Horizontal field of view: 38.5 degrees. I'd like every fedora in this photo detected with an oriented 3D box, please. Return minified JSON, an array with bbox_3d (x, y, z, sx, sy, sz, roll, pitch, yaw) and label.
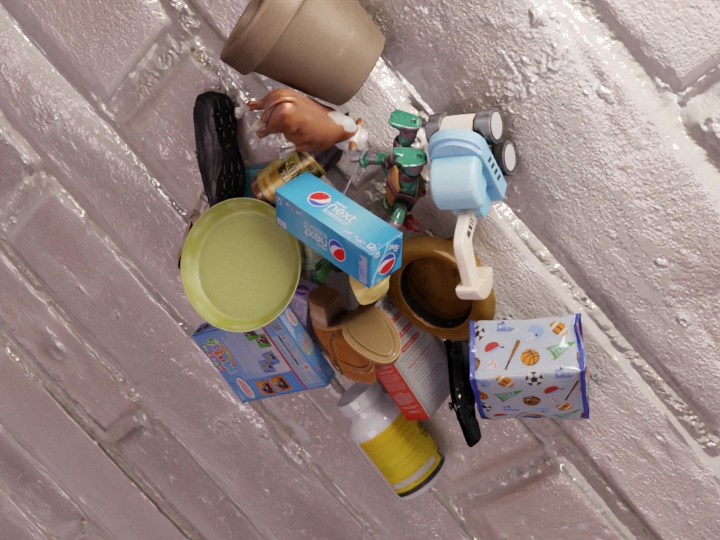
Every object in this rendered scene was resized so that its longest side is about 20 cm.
[{"bbox_3d":[0.127,0.013,1.540,0.199,0.082,0.202,21,138,19],"label":"fedora"}]

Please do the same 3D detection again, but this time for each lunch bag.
[{"bbox_3d":[0.250,0.155,1.510,0.168,0.125,0.201,-4,143,14],"label":"lunch bag"}]

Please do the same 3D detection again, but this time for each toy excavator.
[{"bbox_3d":[0.142,-0.088,1.390,0.099,0.202,0.195,1,146,31],"label":"toy excavator"}]

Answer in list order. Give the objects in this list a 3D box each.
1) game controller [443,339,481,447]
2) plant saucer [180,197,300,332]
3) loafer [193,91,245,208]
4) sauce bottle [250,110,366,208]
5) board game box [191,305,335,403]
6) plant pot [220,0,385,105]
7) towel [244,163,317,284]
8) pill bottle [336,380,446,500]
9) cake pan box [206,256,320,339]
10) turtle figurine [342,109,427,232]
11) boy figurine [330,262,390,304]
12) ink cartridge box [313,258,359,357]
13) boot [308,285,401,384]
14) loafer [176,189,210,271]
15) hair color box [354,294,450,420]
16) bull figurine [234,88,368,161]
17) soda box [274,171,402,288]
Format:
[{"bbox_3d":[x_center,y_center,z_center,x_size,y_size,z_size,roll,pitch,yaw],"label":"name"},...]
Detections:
[{"bbox_3d":[0.154,0.177,1.570,0.041,0.201,0.106,-8,118,7],"label":"game controller"},{"bbox_3d":[-0.177,-0.008,1.560,0.197,0.031,0.203,-1,86,18],"label":"plant saucer"},{"bbox_3d":[-0.226,-0.180,1.625,0.070,0.068,0.203,15,115,47],"label":"loafer"},{"bbox_3d":[-0.077,-0.166,1.535,0.199,0.066,0.066,-36,99,28],"label":"sauce bottle"},{"bbox_3d":[-0.157,0.134,1.646,0.198,0.037,0.152,-16,117,38],"label":"board game box"},{"bbox_3d":[-0.064,-0.317,1.377,0.174,0.202,0.200,32,135,-16],"label":"plant pot"},{"bbox_3d":[-0.139,-0.070,1.636,0.145,0.022,0.203,-4,94,34],"label":"towel"},{"bbox_3d":[0.050,0.283,1.757,0.111,0.112,0.201,-27,105,41],"label":"pill bottle"},{"bbox_3d":[-0.161,0.072,1.658,0.182,0.052,0.201,24,136,13],"label":"cake pan box"},{"bbox_3d":[0.046,-0.127,1.486,0.151,0.100,0.201,64,154,27],"label":"turtle figurine"},{"bbox_3d":[0.000,0.000,1.532,0.064,0.200,0.125,-33,116,-2],"label":"boy figurine"},{"bbox_3d":[-0.101,0.065,1.718,0.198,0.083,0.148,-4,118,33],"label":"ink cartridge box"},{"bbox_3d":[0.004,0.121,1.547,0.200,0.073,0.156,38,153,43],"label":"boot"},{"bbox_3d":[-0.260,-0.070,1.736,0.072,0.063,0.201,35,133,5],"label":"loafer"},{"bbox_3d":[0.068,0.129,1.642,0.061,0.101,0.201,-16,111,51],"label":"hair color box"},{"bbox_3d":[-0.078,-0.196,1.419,0.120,0.199,0.066,-17,67,29],"label":"bull figurine"},{"bbox_3d":[-0.033,-0.060,1.461,0.199,0.068,0.065,35,142,31],"label":"soda box"}]
